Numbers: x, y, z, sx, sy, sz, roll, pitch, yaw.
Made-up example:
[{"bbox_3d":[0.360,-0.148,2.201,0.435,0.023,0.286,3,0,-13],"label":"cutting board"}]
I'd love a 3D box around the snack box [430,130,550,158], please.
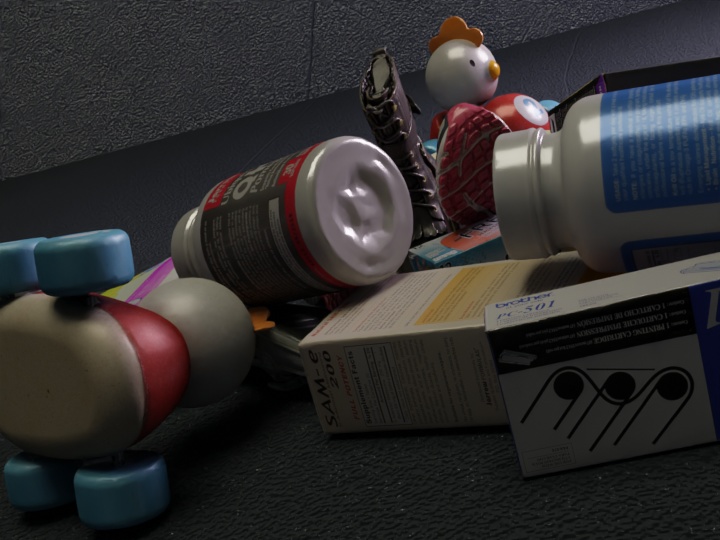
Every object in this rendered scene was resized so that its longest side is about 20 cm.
[{"bbox_3d":[0.176,-0.119,1.049,0.198,0.037,0.116,3,21,36],"label":"snack box"}]

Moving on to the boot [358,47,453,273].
[{"bbox_3d":[0.039,-0.093,0.936,0.069,0.175,0.201,-16,43,11],"label":"boot"}]

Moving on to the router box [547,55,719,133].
[{"bbox_3d":[0.260,-0.126,0.755,0.198,0.052,0.149,-9,0,-5],"label":"router box"}]

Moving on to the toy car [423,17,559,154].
[{"bbox_3d":[0.154,-0.233,1.294,0.176,0.202,0.184,-2,21,41],"label":"toy car"}]

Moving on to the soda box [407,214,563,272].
[{"bbox_3d":[0.143,-0.017,0.839,0.198,0.069,0.064,-22,17,-15],"label":"soda box"}]

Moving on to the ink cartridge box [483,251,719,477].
[{"bbox_3d":[0.176,0.047,0.550,0.198,0.095,0.044,-13,16,10],"label":"ink cartridge box"}]

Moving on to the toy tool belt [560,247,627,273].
[{"bbox_3d":[0.248,-0.047,0.748,0.199,0.126,0.123,-24,26,-28],"label":"toy tool belt"}]

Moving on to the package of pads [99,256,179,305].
[{"bbox_3d":[-0.218,0.055,0.919,0.153,0.069,0.200,-26,13,14],"label":"package of pads"}]

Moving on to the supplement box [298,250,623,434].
[{"bbox_3d":[0.075,0.049,0.681,0.198,0.074,0.126,-8,17,29],"label":"supplement box"}]

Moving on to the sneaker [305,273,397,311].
[{"bbox_3d":[0.000,0.000,0.891,0.074,0.082,0.200,-10,16,-17],"label":"sneaker"}]

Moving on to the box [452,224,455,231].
[{"bbox_3d":[0.122,-0.068,1.083,0.121,0.048,0.200,-12,16,16],"label":"box"}]

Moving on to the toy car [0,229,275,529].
[{"bbox_3d":[-0.155,0.058,0.719,0.176,0.186,0.199,-3,8,41],"label":"toy car"}]

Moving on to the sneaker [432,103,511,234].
[{"bbox_3d":[0.096,-0.076,0.871,0.080,0.201,0.075,-28,57,-4],"label":"sneaker"}]

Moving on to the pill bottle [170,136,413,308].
[{"bbox_3d":[-0.063,-0.030,0.785,0.199,0.112,0.110,-13,13,45],"label":"pill bottle"}]

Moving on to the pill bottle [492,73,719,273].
[{"bbox_3d":[0.186,-0.058,0.605,0.198,0.113,0.112,-5,18,20],"label":"pill bottle"}]

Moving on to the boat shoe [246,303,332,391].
[{"bbox_3d":[-0.071,0.064,0.820,0.074,0.066,0.201,-8,12,-41],"label":"boat shoe"}]
